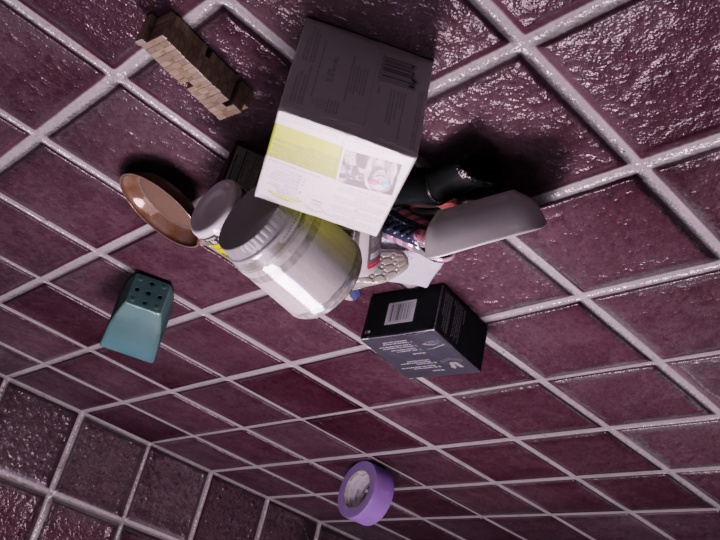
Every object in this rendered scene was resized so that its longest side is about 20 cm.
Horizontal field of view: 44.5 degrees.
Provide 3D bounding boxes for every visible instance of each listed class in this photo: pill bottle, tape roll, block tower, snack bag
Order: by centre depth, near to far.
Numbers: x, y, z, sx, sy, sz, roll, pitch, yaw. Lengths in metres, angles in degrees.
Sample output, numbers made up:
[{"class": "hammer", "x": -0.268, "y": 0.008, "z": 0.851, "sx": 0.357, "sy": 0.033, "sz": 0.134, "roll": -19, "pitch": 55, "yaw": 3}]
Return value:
[{"class": "block tower", "x": -0.255, "y": -0.317, "z": 1.377, "sx": 0.058, "sy": 0.054, "sz": 0.200, "roll": -11, "pitch": 142, "yaw": 37}, {"class": "pill bottle", "x": -0.186, "y": -0.057, "z": 1.527, "sx": 0.114, "sy": 0.115, "sz": 0.200, "roll": -14, "pitch": 139, "yaw": 41}, {"class": "pill bottle", "x": -0.014, "y": -0.098, "z": 1.530, "sx": 0.110, "sy": 0.111, "sz": 0.201, "roll": 10, "pitch": 120, "yaw": 9}, {"class": "snack bag", "x": 0.073, "y": -0.018, "z": 1.752, "sx": 0.188, "sy": 0.021, "sz": 0.200, "roll": 7, "pitch": 153, "yaw": -12}, {"class": "tape roll", "x": 0.018, "y": 0.754, "z": 2.982, "sx": 0.085, "sy": 0.201, "sz": 0.200, "roll": 32, "pitch": 147, "yaw": -29}]

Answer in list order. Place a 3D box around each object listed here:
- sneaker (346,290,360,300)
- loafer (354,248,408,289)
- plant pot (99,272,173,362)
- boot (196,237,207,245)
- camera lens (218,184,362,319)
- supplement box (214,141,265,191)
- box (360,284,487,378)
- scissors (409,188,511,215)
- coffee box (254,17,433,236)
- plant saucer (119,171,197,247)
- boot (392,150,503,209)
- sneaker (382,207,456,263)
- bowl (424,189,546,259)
[{"class": "sneaker", "x": -0.089, "y": 0.031, "z": 1.878, "sx": 0.200, "sy": 0.088, "sz": 0.075, "roll": 29, "pitch": 146, "yaw": -27}, {"class": "loafer", "x": 0.000, "y": 0.000, "z": 1.708, "sx": 0.199, "sy": 0.070, "sz": 0.070, "roll": -13, "pitch": -176, "yaw": 16}, {"class": "plant pot", "x": -0.537, "y": 0.105, "z": 2.164, "sx": 0.141, "sy": 0.142, "sz": 0.200, "roll": 21, "pitch": 143, "yaw": -12}, {"class": "boot", "x": -0.234, "y": -0.067, "z": 1.707, "sx": 0.146, "sy": 0.070, "sz": 0.200, "roll": 22, "pitch": -166, "yaw": -7}, {"class": "camera lens", "x": -0.107, "y": -0.031, "z": 1.415, "sx": 0.160, "sy": 0.160, "sz": 0.200, "roll": -15, "pitch": 134, "yaw": 41}, {"class": "supplement box", "x": -0.168, "y": -0.128, "z": 1.617, "sx": 0.199, "sy": 0.104, "sz": 0.131, "roll": 22, "pitch": 151, "yaw": -13}, {"class": "box", "x": 0.142, "y": 0.139, "z": 1.931, "sx": 0.196, "sy": 0.118, "sz": 0.200, "roll": -10, "pitch": 142, "yaw": 37}, {"class": "scissors", "x": 0.176, "y": -0.125, "z": 1.565, "sx": 0.199, "sy": 0.014, "sz": 0.073, "roll": -1, "pitch": 145, "yaw": 23}, {"class": "coffee box", "x": -0.026, "y": -0.207, "z": 1.297, "sx": 0.199, "sy": 0.200, "sz": 0.198, "roll": 17, "pitch": 144, "yaw": -7}, {"class": "plant saucer", "x": -0.386, "y": -0.127, "z": 1.740, "sx": 0.200, "sy": 0.037, "sz": 0.201, "roll": 28, "pitch": 153, "yaw": 16}, {"class": "boot", "x": 0.121, "y": -0.148, "z": 1.431, "sx": 0.198, "sy": 0.074, "sz": 0.162, "roll": 1, "pitch": 171, "yaw": -37}, {"class": "sneaker", "x": 0.090, "y": -0.075, "z": 1.600, "sx": 0.199, "sy": 0.070, "sz": 0.082, "roll": 24, "pitch": 179, "yaw": -12}, {"class": "bowl", "x": 0.202, "y": -0.082, "z": 1.456, "sx": 0.199, "sy": 0.075, "sz": 0.200, "roll": -14, "pitch": -177, "yaw": 14}]
